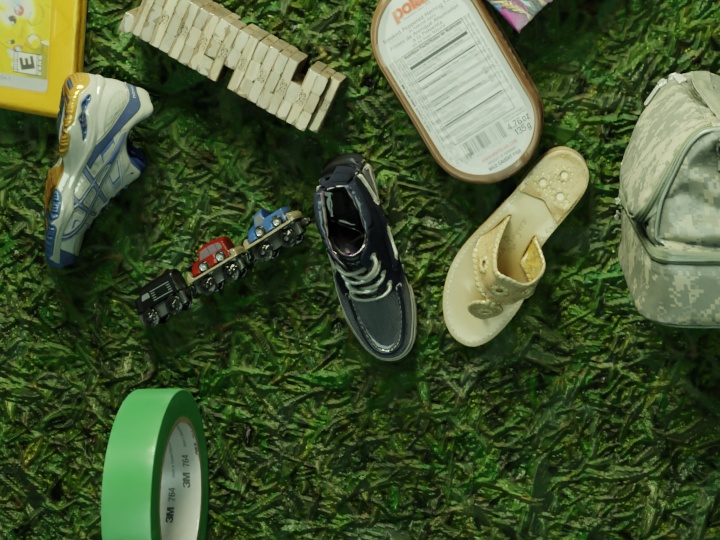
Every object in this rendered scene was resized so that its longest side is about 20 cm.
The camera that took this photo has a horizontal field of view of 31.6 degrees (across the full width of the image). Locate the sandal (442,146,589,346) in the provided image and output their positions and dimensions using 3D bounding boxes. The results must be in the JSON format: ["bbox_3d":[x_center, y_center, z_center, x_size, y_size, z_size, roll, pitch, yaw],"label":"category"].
[{"bbox_3d":[0.135,-0.014,1.151,0.077,0.070,0.213,31,108,-2],"label":"sandal"}]

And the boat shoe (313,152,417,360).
[{"bbox_3d":[0.000,0.000,1.162,0.074,0.093,0.203,-15,104,12],"label":"boat shoe"}]

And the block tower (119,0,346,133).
[{"bbox_3d":[-0.113,-0.196,1.141,0.198,0.054,0.058,28,108,-1],"label":"block tower"}]

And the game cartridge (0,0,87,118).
[{"bbox_3d":[-0.350,-0.241,1.173,0.197,0.032,0.179,9,108,4],"label":"game cartridge"}]

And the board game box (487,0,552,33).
[{"bbox_3d":[0.136,-0.343,1.065,0.199,0.043,0.200,44,106,-5],"label":"board game box"}]

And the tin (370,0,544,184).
[{"bbox_3d":[0.087,-0.171,1.129,0.111,0.042,0.201,-31,100,11],"label":"tin"}]

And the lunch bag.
[{"bbox_3d":[0.286,-0.064,1.051,0.137,0.200,0.170,2,111,5],"label":"lunch bag"}]

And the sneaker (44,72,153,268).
[{"bbox_3d":[-0.244,-0.083,1.184,0.087,0.076,0.202,5,126,-23],"label":"sneaker"}]

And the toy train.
[{"bbox_3d":[-0.134,-0.008,1.213,0.198,0.034,0.046,-29,88,16],"label":"toy train"}]

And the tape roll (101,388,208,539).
[{"bbox_3d":[-0.190,0.213,1.198,0.047,0.201,0.204,-1,107,8],"label":"tape roll"}]
